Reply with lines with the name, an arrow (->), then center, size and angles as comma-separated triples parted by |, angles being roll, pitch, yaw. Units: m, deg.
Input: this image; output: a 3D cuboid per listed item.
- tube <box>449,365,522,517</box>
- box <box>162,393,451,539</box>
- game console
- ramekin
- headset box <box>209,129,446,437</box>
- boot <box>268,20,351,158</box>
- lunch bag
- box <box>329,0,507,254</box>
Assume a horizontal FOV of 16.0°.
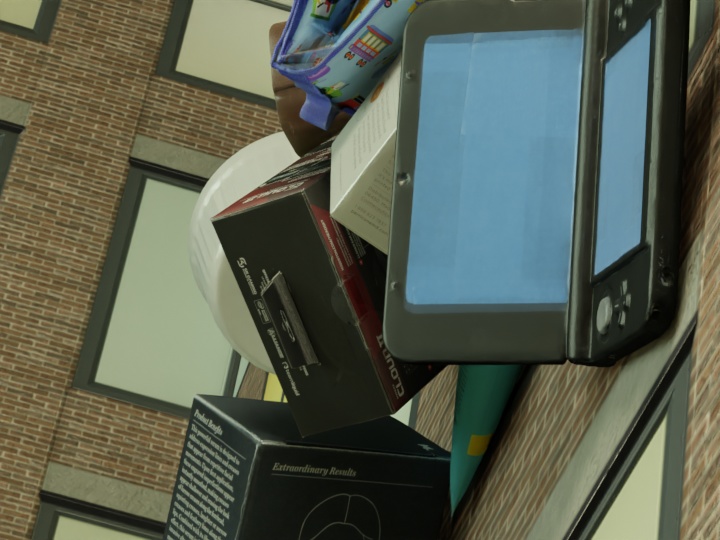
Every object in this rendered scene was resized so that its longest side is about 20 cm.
tube -> 0.079, 0.054, 1.570 | 0.078, 0.050, 0.201 | -68, -7, -52
box -> -0.044, 0.194, 1.658 | 0.107, 0.148, 0.201 | 28, 107, 58
game console -> 0.087, -0.058, 1.295 | 0.176, 0.116, 0.201 | 133, 142, -76
ramekin -> -0.040, -0.007, 2.109 | 0.098, 0.199, 0.201 | -106, 32, -65
headset box -> 0.000, 0.000, 1.585 | 0.200, 0.077, 0.150 | -39, -71, -54
boot -> 0.011, -0.184, 1.729 | 0.064, 0.199, 0.188 | -11, -92, -64
lunch bag -> 0.027, -0.171, 1.536 | 0.201, 0.094, 0.150 | -59, -19, 3
box -> 0.077, -0.103, 1.458 | 0.200, 0.097, 0.125 | -53, 13, 18
